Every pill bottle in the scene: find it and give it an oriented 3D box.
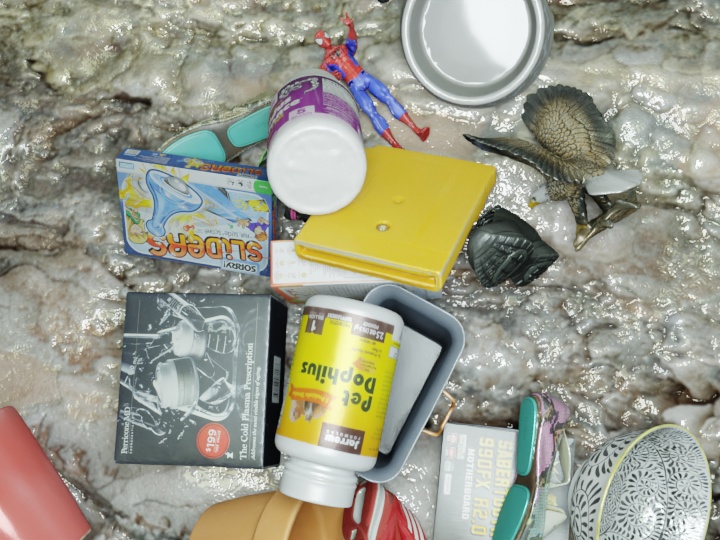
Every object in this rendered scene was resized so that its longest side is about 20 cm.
[{"bbox_3d":[-0.053,-0.159,1.009,0.110,0.201,0.114,-2,122,-4],"label":"pill bottle"},{"bbox_3d":[-0.025,0.134,0.903,0.107,0.109,0.203,11,82,7],"label":"pill bottle"}]

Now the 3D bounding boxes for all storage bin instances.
[{"bbox_3d":[0.040,0.136,1.019,0.144,0.134,0.202,27,85,9],"label":"storage bin"}]

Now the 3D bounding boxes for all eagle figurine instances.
[{"bbox_3d":[0.236,-0.128,1.051,0.150,0.151,0.202,-35,84,20],"label":"eagle figurine"}]

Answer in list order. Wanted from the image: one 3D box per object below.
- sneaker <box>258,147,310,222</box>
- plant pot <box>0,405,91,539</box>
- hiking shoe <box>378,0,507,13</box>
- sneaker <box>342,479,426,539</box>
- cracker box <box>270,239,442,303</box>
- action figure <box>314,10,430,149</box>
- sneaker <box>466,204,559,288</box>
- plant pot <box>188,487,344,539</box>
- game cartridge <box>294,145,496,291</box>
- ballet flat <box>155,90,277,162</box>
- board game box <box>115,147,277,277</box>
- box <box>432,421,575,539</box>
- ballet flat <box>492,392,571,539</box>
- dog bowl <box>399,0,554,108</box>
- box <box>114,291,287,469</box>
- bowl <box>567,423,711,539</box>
[{"bbox_3d":[-0.052,-0.084,1.095,0.199,0.077,0.084,37,77,21],"label":"sneaker"},{"bbox_3d":[-0.426,0.291,1.019,0.200,0.200,0.178,-43,89,-3],"label":"plant pot"},{"bbox_3d":[0.112,-0.354,1.135,0.198,0.074,0.088,27,103,12],"label":"hiking shoe"},{"bbox_3d":[0.028,0.342,0.976,0.115,0.078,0.202,36,48,-21],"label":"sneaker"},{"bbox_3d":[0.000,0.000,1.046,0.196,0.134,0.059,-1,79,5],"label":"cracker box"},{"bbox_3d":[0.004,-0.242,1.108,0.065,0.099,0.201,-40,77,-3],"label":"action figure"},{"bbox_3d":[0.161,-0.033,1.015,0.076,0.199,0.091,-41,69,17],"label":"sneaker"},{"bbox_3d":[-0.106,0.336,0.983,0.138,0.200,0.204,-2,80,23],"label":"plant pot"},{"bbox_3d":[0.044,-0.067,0.993,0.174,0.033,0.201,13,44,21],"label":"game cartridge"},{"bbox_3d":[-0.179,-0.176,1.129,0.198,0.068,0.076,-26,34,-3],"label":"ballet flat"},{"bbox_3d":[-0.200,-0.072,1.088,0.196,0.035,0.137,8,123,7],"label":"board game box"},{"bbox_3d":[0.164,0.288,1.025,0.155,0.048,0.204,6,81,7],"label":"box"},{"bbox_3d":[0.200,0.240,0.978,0.070,0.069,0.203,15,81,-13],"label":"ballet flat"},{"bbox_3d":[0.139,-0.297,1.076,0.196,0.059,0.204,4,108,11],"label":"dog bowl"},{"bbox_3d":[-0.189,0.133,1.058,0.179,0.104,0.204,0,80,7],"label":"box"},{"bbox_3d":[0.294,0.262,0.977,0.198,0.094,0.205,-4,97,-36],"label":"bowl"}]
